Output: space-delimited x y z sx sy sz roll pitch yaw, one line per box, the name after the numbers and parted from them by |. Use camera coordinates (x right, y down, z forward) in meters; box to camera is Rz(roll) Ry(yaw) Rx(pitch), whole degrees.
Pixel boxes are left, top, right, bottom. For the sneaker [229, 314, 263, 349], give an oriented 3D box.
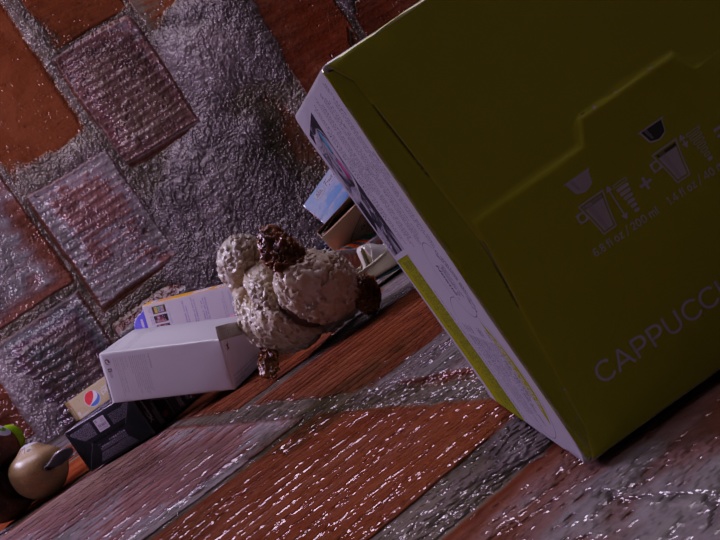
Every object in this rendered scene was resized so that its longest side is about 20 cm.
-0.144 0.086 1.695 0.200 0.079 0.096 -34 6 2 | sneaker

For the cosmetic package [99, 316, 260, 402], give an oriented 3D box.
-0.254 0.125 1.630 0.200 0.081 0.113 -6 14 21 | cosmetic package

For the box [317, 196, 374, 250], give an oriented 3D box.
0.018 -0.082 1.891 0.164 0.021 0.200 -47 -24 -3 | box

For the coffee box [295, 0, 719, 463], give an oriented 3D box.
0.109 -0.058 0.556 0.200 0.200 0.198 -34 5 -4 | coffee box

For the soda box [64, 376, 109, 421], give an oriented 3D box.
-0.796 0.373 3.483 0.200 0.068 0.064 -36 5 -26 | soda box

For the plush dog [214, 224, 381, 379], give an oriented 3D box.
-0.072 0.031 1.377 0.172 0.200 0.161 -43 29 49 | plush dog

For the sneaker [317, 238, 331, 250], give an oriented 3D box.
-0.045 -0.023 2.095 0.076 0.088 0.200 -35 5 -19 | sneaker

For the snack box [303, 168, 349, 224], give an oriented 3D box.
0.017 -0.139 1.914 0.169 0.068 0.200 -53 -27 9 | snack box

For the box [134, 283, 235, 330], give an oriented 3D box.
-0.263 0.093 1.853 0.200 0.119 0.041 -13 8 14 | box

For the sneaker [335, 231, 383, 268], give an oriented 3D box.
-0.006 -0.011 1.832 0.200 0.071 0.080 -27 1 -19 | sneaker

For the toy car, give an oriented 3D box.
-0.519 0.299 1.796 0.200 0.158 0.164 -21 -3 16 | toy car

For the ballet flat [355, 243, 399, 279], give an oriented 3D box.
0.000 0.000 1.653 0.200 0.070 0.069 -35 4 -18 | ballet flat

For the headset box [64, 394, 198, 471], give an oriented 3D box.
-0.340 0.212 1.784 0.149 0.075 0.200 -32 5 26 | headset box
